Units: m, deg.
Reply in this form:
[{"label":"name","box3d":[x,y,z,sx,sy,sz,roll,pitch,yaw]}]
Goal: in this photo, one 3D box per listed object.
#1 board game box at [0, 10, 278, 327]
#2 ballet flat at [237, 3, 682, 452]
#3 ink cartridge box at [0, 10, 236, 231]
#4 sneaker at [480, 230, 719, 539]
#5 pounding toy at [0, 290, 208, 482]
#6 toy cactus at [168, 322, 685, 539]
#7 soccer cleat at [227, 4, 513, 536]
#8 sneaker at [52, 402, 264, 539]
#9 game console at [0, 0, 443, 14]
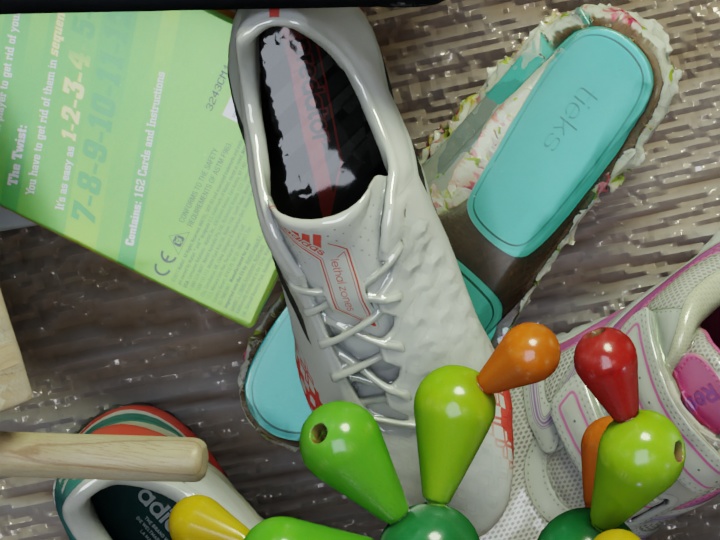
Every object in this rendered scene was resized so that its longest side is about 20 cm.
[{"label":"board game box","box3d":[-0.106,-0.067,1.001,0.199,0.030,0.096,26,99,-4]},{"label":"ballet flat","box3d":[0.039,-0.013,1.019,0.200,0.064,0.076,-44,91,10]},{"label":"ink cartridge box","box3d":[-0.149,-0.110,1.033,0.199,0.043,0.197,-11,96,4]},{"label":"sneaker","box3d":[0.106,0.044,1.008,0.200,0.088,0.081,-42,92,8]},{"label":"pounding toy","box3d":[-0.194,0.039,0.961,0.184,0.200,0.143,-10,99,51]},{"label":"toy cactus","box3d":[0.036,0.111,0.916,0.200,0.102,0.165,-30,106,23]},{"label":"soccer cleat","box3d":[0.000,0.000,0.949,0.068,0.085,0.201,-16,96,9]},{"label":"sneaker","box3d":[-0.036,0.133,1.026,0.070,0.093,0.200,-45,92,8]},{"label":"game console","box3d":[-0.061,-0.169,0.922,0.199,0.031,0.178,0,85,12]}]
